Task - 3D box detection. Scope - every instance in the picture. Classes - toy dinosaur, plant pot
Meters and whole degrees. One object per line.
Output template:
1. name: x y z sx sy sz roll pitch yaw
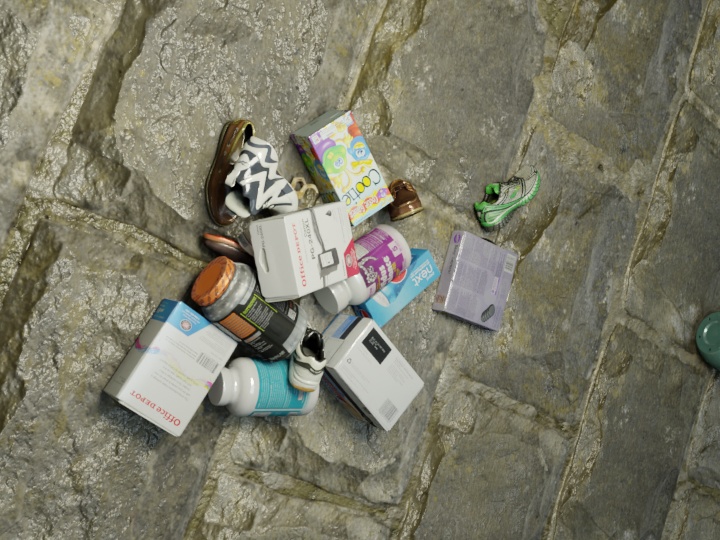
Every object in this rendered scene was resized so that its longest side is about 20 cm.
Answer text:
1. toy dinosaur: -0.139 -0.148 1.668 0.101 0.058 0.202 -21 106 -31
2. plant pot: 1.068 0.206 2.476 0.160 0.200 0.202 23 80 -24

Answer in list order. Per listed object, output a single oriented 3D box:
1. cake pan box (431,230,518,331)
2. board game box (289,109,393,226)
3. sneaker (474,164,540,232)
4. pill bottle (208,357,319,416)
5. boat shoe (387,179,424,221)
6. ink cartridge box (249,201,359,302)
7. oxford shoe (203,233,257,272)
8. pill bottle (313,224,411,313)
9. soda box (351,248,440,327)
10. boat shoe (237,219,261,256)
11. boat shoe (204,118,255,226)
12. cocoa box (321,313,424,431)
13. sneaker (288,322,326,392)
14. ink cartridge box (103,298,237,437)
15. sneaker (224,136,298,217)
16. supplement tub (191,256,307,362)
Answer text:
1. cake pan box: 0.266 0.022 1.974 0.183 0.052 0.202 19 83 -37
2. board game box: -0.036 -0.203 1.698 0.105 0.103 0.201 -34 113 -16
3. sneaker: 0.343 -0.181 1.995 0.200 0.078 0.085 -46 117 -23
4. pill bottle: -0.186 0.221 1.631 0.199 0.110 0.112 7 90 -36
5. boat shoe: 0.083 -0.146 1.758 0.072 0.200 0.068 -21 102 3
6. ink cartridge box: -0.098 -0.037 1.562 0.200 0.083 0.146 -22 103 -56
7. oxford shoe: -0.220 -0.004 1.617 0.199 0.071 0.073 33 81 -32
8. pill bottle: 0.000 0.000 1.745 0.200 0.112 0.113 -37 113 -27
9. soda box: 0.075 0.036 1.830 0.200 0.064 0.068 -40 115 -27
10. boat shoe: -0.147 -0.049 1.621 0.070 0.071 0.200 -44 147 13
11. boat shoe: -0.237 -0.181 1.589 0.072 0.068 0.202 6 90 -36
12. cocoa box: 0.005 0.204 1.752 0.134 0.131 0.200 -50 119 -21
13. sneaker: -0.100 0.135 1.637 0.075 0.201 0.088 11 125 -26
14. ink cartridge box: -0.338 0.173 1.535 0.144 0.084 0.201 41 70 -30
15. sneaker: -0.189 -0.129 1.548 0.130 0.079 0.200 -53 155 -23
16. supplement tub: -0.203 0.069 1.567 0.200 0.122 0.123 42 71 -30
